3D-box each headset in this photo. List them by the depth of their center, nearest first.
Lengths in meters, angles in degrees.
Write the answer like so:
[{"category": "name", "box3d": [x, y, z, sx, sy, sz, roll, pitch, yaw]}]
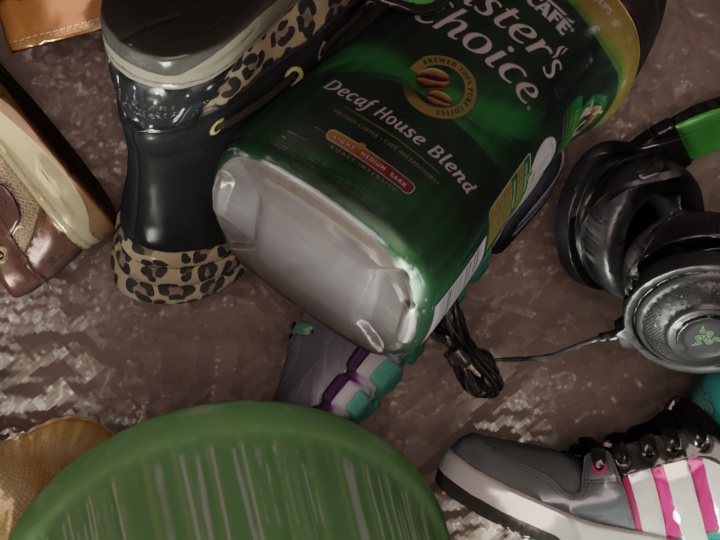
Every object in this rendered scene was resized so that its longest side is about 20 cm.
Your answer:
[{"category": "headset", "box3d": [0.121, -0.013, 0.755, 0.200, 0.124, 0.094, -35, 128, 0]}]

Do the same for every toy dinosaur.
[{"category": "toy dinosaur", "box3d": [-0.149, 0.104, 0.782, 0.199, 0.058, 0.101, 29, 95, -34]}]

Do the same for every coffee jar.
[{"category": "coffee jar", "box3d": [0.037, -0.067, 0.727, 0.104, 0.085, 0.200, 33, 58, 12]}]

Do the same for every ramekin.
[{"category": "ramekin", "box3d": [-0.048, 0.162, 0.738, 0.199, 0.098, 0.201, -6, 122, -10]}]

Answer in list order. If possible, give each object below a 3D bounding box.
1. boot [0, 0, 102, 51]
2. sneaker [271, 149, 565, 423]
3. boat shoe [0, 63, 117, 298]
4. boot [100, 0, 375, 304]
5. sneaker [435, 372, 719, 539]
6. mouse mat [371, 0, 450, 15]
[{"category": "boot", "box3d": [-0.160, -0.171, 0.767, 0.199, 0.077, 0.156, -9, 100, -18]}, {"category": "sneaker", "box3d": [0.000, 0.000, 0.796, 0.087, 0.074, 0.200, 39, 80, 7]}, {"category": "boat shoe", "box3d": [-0.193, -0.076, 0.782, 0.072, 0.072, 0.200, -40, 95, 4]}, {"category": "boot", "box3d": [-0.038, -0.090, 0.774, 0.073, 0.154, 0.203, 31, 48, 19]}, {"category": "sneaker", "box3d": [0.141, 0.070, 0.787, 0.199, 0.084, 0.121, 15, 97, -10]}, {"category": "mouse mat", "box3d": [-0.047, -0.190, 0.718, 0.199, 0.008, 0.162, 16, 60, -7]}]
